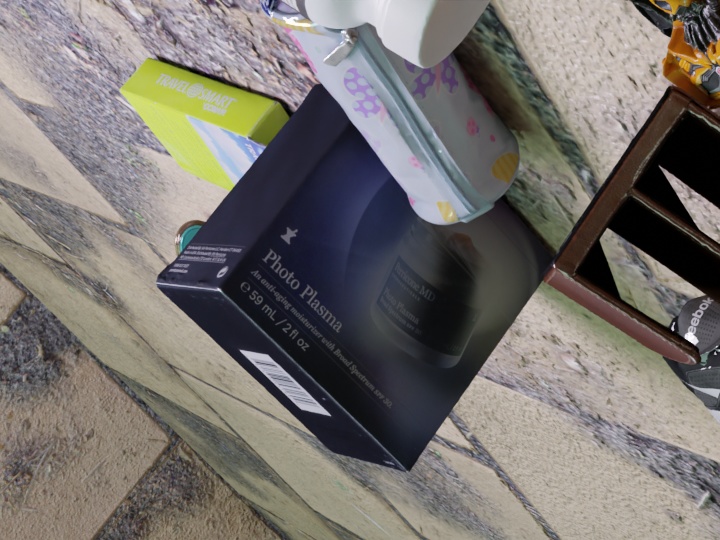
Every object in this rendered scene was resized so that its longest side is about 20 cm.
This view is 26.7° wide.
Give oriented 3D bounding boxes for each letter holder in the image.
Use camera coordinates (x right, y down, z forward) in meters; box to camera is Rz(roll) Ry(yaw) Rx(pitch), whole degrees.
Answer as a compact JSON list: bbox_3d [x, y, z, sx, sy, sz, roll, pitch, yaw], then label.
[{"bbox_3d":[0.180,0.000,0.778,0.142,0.101,0.200,35,-178,5],"label":"letter holder"}]

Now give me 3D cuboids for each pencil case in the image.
[{"bbox_3d":[0.023,-0.117,0.924,0.200,0.083,0.091,51,-178,-39],"label":"pencil case"}]

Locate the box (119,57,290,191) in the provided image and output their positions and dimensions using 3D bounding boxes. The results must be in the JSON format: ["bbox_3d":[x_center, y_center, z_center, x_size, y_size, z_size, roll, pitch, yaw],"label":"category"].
[{"bbox_3d":[-0.106,-0.108,1.295,0.199,0.048,0.122,24,159,41],"label":"box"}]

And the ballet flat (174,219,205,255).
[{"bbox_3d":[-0.138,0.012,1.693,0.200,0.068,0.072,42,-177,-24],"label":"ballet flat"}]

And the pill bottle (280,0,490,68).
[{"bbox_3d":[-0.025,-0.193,0.762,0.199,0.117,0.117,35,164,13],"label":"pill bottle"}]

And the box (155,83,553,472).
[{"bbox_3d":[0.000,0.000,1.086,0.200,0.199,0.123,45,160,-23],"label":"box"}]

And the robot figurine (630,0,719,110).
[{"bbox_3d":[0.132,-0.144,0.658,0.200,0.058,0.145,43,165,-12],"label":"robot figurine"}]

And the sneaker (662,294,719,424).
[{"bbox_3d":[0.241,0.051,0.939,0.090,0.067,0.200,37,166,-4],"label":"sneaker"}]
